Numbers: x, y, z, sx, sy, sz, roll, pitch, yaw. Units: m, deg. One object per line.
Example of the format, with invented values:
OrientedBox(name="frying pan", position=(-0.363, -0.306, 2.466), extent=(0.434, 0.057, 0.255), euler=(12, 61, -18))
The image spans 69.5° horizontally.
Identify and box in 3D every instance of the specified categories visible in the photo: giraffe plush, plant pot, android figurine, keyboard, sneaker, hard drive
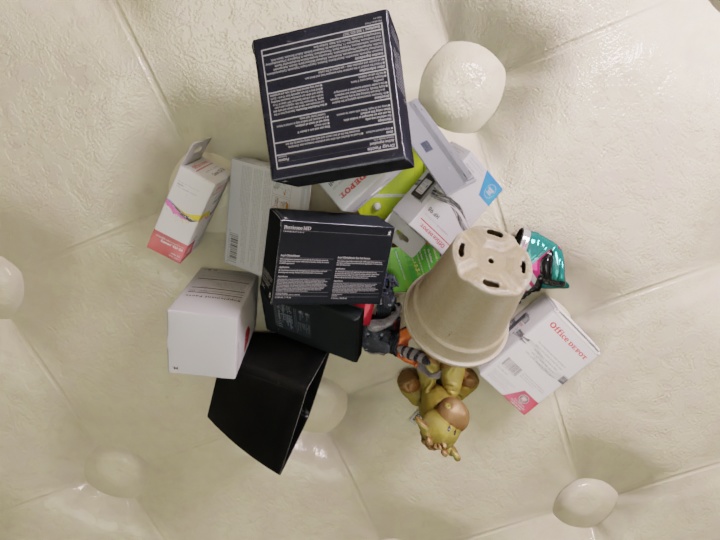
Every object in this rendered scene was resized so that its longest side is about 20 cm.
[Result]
OrientedBox(name="giraffe plush", position=(0.158, 0.282, 1.048), extent=(0.171, 0.162, 0.201), euler=(16, 110, -7))
OrientedBox(name="plant pot", position=(0.189, 0.033, 0.871), extent=(0.199, 0.202, 0.184), euler=(11, 144, -5))
OrientedBox(name="android figurine", position=(0.052, -0.165, 0.945), extent=(0.180, 0.041, 0.202), euler=(1, 109, -1))
OrientedBox(name="keyboard", position=(0.117, -0.210, 0.868), extent=(0.056, 0.011, 0.201), euler=(-29, 65, 1))
OrientedBox(name="plant pot", position=(-0.183, 0.234, 1.020), extent=(0.176, 0.200, 0.201), euler=(19, 110, 3))
OrientedBox(name="sneaker", position=(0.334, 0.028, 1.001), extent=(0.120, 0.084, 0.202), euler=(15, 109, 4))
OrientedBox(name="hard drive", position=(-0.090, 0.094, 0.983), extent=(0.199, 0.033, 0.140), euler=(18, 138, 14))

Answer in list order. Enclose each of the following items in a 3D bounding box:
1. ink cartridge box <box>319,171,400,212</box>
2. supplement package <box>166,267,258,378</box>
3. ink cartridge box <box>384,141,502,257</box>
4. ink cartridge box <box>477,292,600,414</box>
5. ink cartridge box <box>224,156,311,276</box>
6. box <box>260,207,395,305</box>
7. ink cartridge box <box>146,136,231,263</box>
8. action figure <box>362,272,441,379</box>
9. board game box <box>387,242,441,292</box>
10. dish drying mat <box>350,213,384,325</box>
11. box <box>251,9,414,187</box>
OrientedBox(name="ink cartridge box", position=(-0.030, -0.218, 0.869), extent=(0.146, 0.084, 0.200), euler=(-41, 87, 13))
OrientedBox(name="supplement package", position=(-0.264, 0.090, 0.953), extent=(0.119, 0.200, 0.122), euler=(7, 112, -3))
OrientedBox(name="ink cartridge box", position=(0.141, -0.108, 0.916), extent=(0.200, 0.067, 0.116), euler=(-50, 129, 7))
OrientedBox(name="ink cartridge box", position=(0.352, 0.168, 1.049), extent=(0.146, 0.085, 0.200), euler=(42, 107, -15))
OrientedBox(name="ink cartridge box", position=(-0.161, -0.087, 0.930), extent=(0.172, 0.043, 0.202), euler=(19, 112, 22))
OrientedBox(name="box", position=(-0.055, -0.022, 0.867), extent=(0.198, 0.079, 0.142), euler=(2, 112, -26))
OrientedBox(name="ink cartridge box", position=(-0.291, -0.127, 0.914), extent=(0.067, 0.117, 0.201), euler=(27, 109, -9))
OrientedBox(name="action figure", position=(0.061, 0.111, 0.992), extent=(0.192, 0.105, 0.201), euler=(10, 122, 26))
OrientedBox(name="board game box", position=(0.118, -0.008, 1.011), extent=(0.198, 0.030, 0.096), euler=(-3, 112, 4))
OrientedBox(name="dish drying mat", position=(0.000, 0.000, 0.965), extent=(0.076, 0.018, 0.202), euler=(12, 102, 8))
OrientedBox(name="box", position=(-0.034, -0.238, 0.761), extent=(0.198, 0.123, 0.200), euler=(-6, 92, 13))
